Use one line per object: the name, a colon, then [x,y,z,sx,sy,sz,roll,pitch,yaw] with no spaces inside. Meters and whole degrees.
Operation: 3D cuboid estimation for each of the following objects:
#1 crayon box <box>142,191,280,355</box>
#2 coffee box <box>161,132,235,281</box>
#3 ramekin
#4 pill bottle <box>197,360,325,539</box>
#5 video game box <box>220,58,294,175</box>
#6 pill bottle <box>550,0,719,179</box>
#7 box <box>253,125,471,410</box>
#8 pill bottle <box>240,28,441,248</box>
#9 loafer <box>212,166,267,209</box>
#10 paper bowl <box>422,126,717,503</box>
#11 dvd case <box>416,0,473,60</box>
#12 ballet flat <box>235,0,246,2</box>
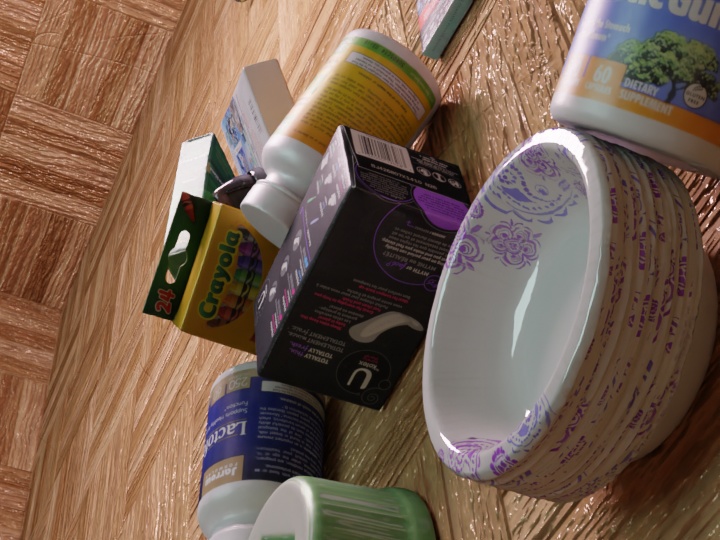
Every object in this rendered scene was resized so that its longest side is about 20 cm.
crayon box: [-0.096,0.016,1.218,0.051,0.198,0.128,-160,88,-72]
coffee box: [-0.156,-0.038,1.335,0.201,0.044,0.124,-90,-19,-52]
ramekin: [-0.029,0.253,0.956,0.200,0.097,0.202,-162,90,-72]
pill bottle: [-0.091,0.194,1.174,0.116,0.115,0.201,125,155,-42]
video game box: [-0.087,-0.100,1.358,0.202,0.046,0.182,69,161,6]
pill bottle: [0.187,-0.161,0.690,0.112,0.111,0.202,-146,74,-71]
box: [0.000,0.000,1.074,0.106,0.121,0.201,-101,34,-56]
pill bottle: [-0.022,-0.113,1.169,0.201,0.111,0.111,-55,14,-15]
loafer: [-0.104,-0.006,1.330,0.072,0.062,0.202,31,138,63]
paper bowl: [0.122,0.030,0.713,0.202,0.103,0.201,-90,26,-44]
dvd case: [0.096,-0.324,1.264,0.201,0.022,0.147,-94,28,-47]
ballet flat: [-0.200,-0.591,2.332,0.074,0.073,0.202,146,135,-62]
